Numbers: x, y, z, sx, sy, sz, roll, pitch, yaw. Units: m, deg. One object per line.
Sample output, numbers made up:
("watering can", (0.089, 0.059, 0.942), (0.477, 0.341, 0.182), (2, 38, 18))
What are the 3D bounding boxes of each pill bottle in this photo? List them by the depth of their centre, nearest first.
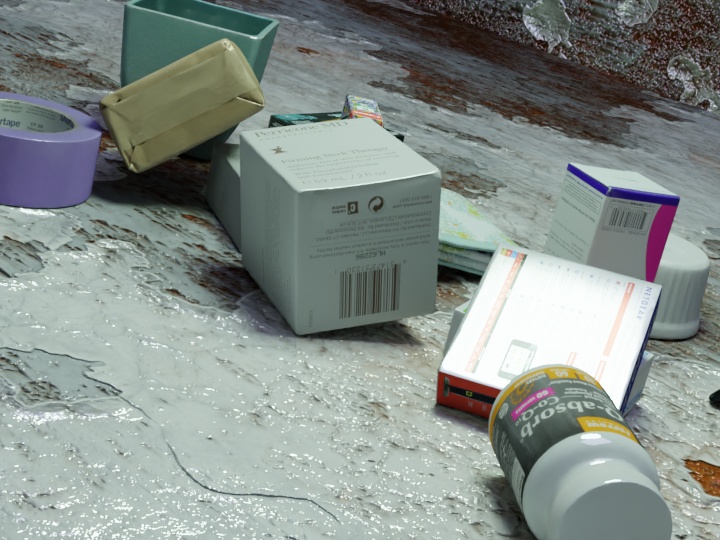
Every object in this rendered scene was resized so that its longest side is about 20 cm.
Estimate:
("pill bottle", (0.181, 0.167, 1.137), (0.115, 0.117, 0.200), (10, 18, -12))

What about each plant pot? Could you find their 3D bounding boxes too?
("plant pot", (-0.243, -0.276, 1.980), (0.195, 0.202, 0.196), (14, 18, 1))

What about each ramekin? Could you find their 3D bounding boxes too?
("ramekin", (0.353, 0.004, 1.771), (0.199, 0.098, 0.201), (13, 19, -4))

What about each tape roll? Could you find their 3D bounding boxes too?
("tape roll", (-0.420, -0.150, 1.667), (0.198, 0.086, 0.200), (14, 18, -5))

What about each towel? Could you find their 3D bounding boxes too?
("towel", (0.111, -0.061, 1.779), (0.199, 0.048, 0.171), (14, 26, -41))

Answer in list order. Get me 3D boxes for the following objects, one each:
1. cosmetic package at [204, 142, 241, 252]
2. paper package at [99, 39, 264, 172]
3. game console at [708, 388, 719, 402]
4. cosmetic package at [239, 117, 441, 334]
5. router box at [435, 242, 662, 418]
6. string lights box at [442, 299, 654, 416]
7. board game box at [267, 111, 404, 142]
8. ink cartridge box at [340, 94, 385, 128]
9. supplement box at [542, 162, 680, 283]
("cosmetic package", (-0.120, -0.091, 1.717), (0.106, 0.091, 0.200), (5, 23, -20))
("paper package", (-0.223, -0.213, 1.759), (0.190, 0.104, 0.200), (-26, 8, -1))
("game console", (0.521, 0.164, 1.557), (0.176, 0.116, 0.199), (54, 33, 15))
("cosmetic package", (-0.027, -0.054, 1.502), (0.166, 0.168, 0.200), (-9, 26, -21))
("router box", (0.191, 0.073, 1.375), (0.178, 0.049, 0.200), (16, 46, 16))
("string lights box", (0.200, 0.091, 1.461), (0.199, 0.059, 0.103), (21, 20, 21))
("board game box", (-0.039, -0.228, 2.265), (0.135, 0.028, 0.199), (27, 23, 34))
("ink cartridge box", (-0.005, -0.185, 2.036), (0.050, 0.110, 0.200), (11, 18, -8))
("supplement box", (0.279, -0.012, 1.599), (0.100, 0.202, 0.103), (6, 18, -24))
